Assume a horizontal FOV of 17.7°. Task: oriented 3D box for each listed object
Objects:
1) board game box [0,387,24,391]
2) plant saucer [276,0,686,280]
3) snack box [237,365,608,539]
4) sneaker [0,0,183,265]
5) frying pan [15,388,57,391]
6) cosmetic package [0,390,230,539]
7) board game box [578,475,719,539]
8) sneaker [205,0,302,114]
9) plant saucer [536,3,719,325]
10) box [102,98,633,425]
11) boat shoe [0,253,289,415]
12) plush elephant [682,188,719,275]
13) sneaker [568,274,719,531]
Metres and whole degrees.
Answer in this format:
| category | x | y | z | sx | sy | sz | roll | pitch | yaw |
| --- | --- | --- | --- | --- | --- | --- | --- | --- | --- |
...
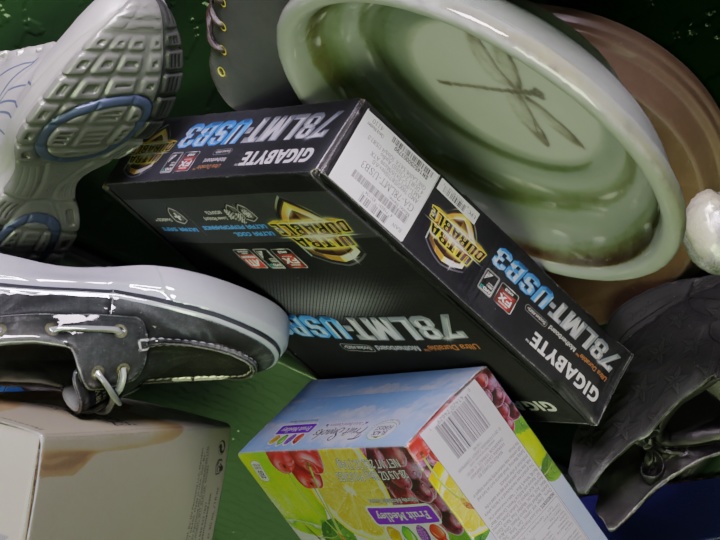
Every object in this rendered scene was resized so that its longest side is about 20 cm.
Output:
| category | x | y | z | sx | sy | sz | roll | pitch | yaw |
| --- | --- | --- | --- | --- | --- | --- | --- | --- | --- |
| board game box | -0.223 | 0.169 | 1.364 | 0.200 | 0.056 | 0.196 | -18 | 124 | 34 |
| plant saucer | 0.059 | -0.073 | 1.011 | 0.200 | 0.050 | 0.200 | 28 | 159 | 12 |
| snack box | 0.052 | 0.146 | 1.160 | 0.200 | 0.068 | 0.169 | 53 | 153 | -15 |
| sneaker | -0.155 | -0.079 | 1.127 | 0.074 | 0.087 | 0.200 | 3 | 145 | -39 |
| frying pan | -0.149 | 0.019 | 1.231 | 0.115 | 0.031 | 0.190 | 34 | 139 | -21 |
| cosmetic package | -0.157 | 0.103 | 1.170 | 0.105 | 0.200 | 0.071 | 11 | 92 | 21 |
| board game box | 0.202 | 0.220 | 1.300 | 0.159 | 0.097 | 0.200 | -9 | 127 | 20 |
| sneaker | -0.056 | -0.142 | 1.063 | 0.106 | 0.075 | 0.200 | -28 | 120 | 31 |
| plant saucer | 0.086 | -0.042 | 1.149 | 0.200 | 0.029 | 0.200 | 7 | 130 | 8 |
| box | 0.000 | 0.000 | 1.125 | 0.198 | 0.050 | 0.200 | 44 | 156 | -27 |
| boat shoe | -0.135 | 0.039 | 1.146 | 0.200 | 0.071 | 0.072 | 6 | 150 | -7 |
| plush elephant | 0.219 | -0.106 | 0.985 | 0.200 | 0.165 | 0.155 | -17 | 98 | 48 |
| sneaker | 0.188 | 0.039 | 1.118 | 0.200 | 0.104 | 0.060 | -28 | 125 | 14 |
